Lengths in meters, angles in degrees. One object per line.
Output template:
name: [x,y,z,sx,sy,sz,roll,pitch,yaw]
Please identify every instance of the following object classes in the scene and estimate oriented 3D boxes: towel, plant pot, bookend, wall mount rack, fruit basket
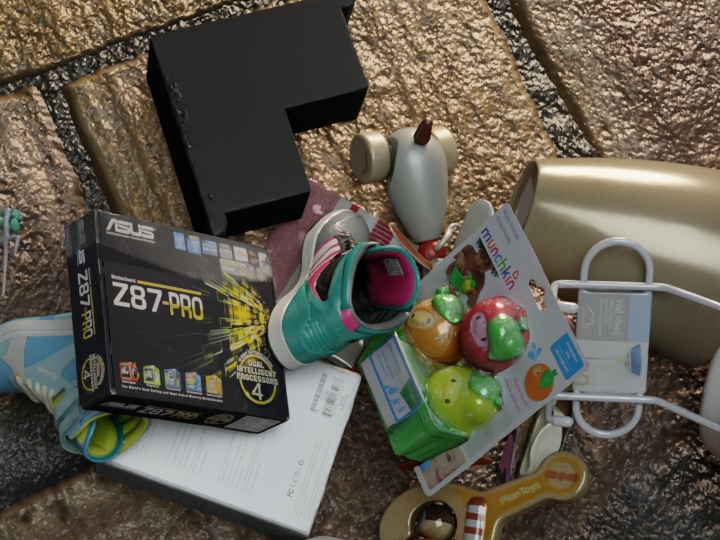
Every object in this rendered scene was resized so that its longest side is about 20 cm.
towel: [-0.001,0.022,1.746,0.200,0.023,0.144,33,70,-3]
plant pot: [0.238,-0.029,1.706,0.199,0.187,0.188,18,73,-9]
bookend: [-0.075,-0.134,1.721,0.199,0.092,0.199,-16,75,-13]
wall mount rack: [0.249,0.076,1.626,0.173,0.075,0.201,2,116,5]
fruit basket: [0.090,0.068,1.625,0.094,0.200,0.186,12,44,-41]

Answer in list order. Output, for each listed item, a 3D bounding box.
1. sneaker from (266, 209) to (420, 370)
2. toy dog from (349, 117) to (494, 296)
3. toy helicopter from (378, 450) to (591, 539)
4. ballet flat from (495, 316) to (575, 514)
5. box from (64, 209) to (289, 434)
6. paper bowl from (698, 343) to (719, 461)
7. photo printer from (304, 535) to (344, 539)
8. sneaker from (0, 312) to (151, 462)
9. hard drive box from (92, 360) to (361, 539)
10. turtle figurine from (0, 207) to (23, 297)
sneaker: [0.000,0.000,1.642,0.084,0.120,0.200,55,35,-25]
toy dog: [0.069,-0.062,1.728,0.132,0.096,0.200,-32,80,-27]
toy helicopter: [0.109,0.207,1.665,0.199,0.079,0.133,-25,64,9]
ballet flat: [0.174,0.129,1.722,0.069,0.071,0.201,20,73,-11]
box: [-0.152,0.046,1.564,0.200,0.049,0.162,14,59,-44]
paper bowl: [0.380,0.111,1.705,0.104,0.201,0.201,16,71,24]
photo printer: [-0.076,0.339,1.577,0.166,0.069,0.201,-6,99,-39]
sneaker: [-0.261,0.108,1.599,0.199,0.080,0.131,-13,58,25]
hard drive box: [-0.119,0.137,1.664,0.199,0.077,0.156,21,73,-5]
turtle figurine: [-0.386,-0.045,1.653,0.149,0.101,0.201,-5,61,-26]
